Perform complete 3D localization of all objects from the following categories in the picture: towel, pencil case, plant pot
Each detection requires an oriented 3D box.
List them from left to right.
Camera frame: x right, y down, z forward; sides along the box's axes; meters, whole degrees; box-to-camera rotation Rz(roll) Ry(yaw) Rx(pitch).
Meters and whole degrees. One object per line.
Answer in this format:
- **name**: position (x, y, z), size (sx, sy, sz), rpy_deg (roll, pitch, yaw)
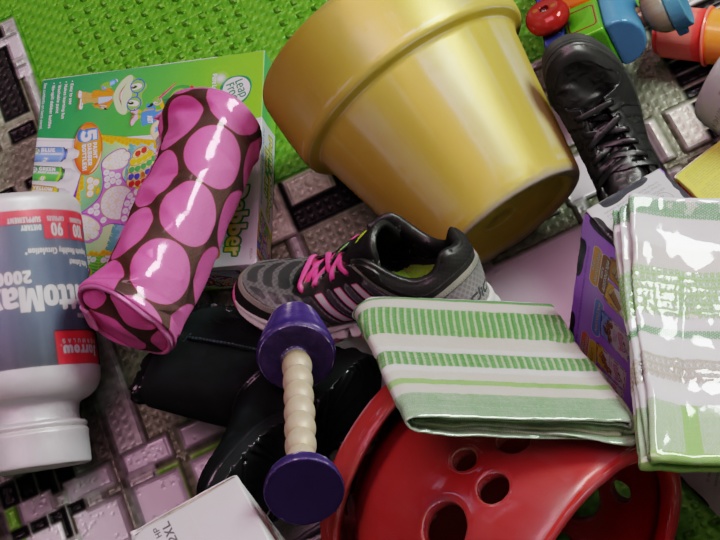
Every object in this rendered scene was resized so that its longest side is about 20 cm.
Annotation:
- **pencil case**: position (-0.144, -0.037, 1.466), size (0.093, 0.091, 0.201), rpy_deg (9, 58, 23)
- **plant pot**: position (0.057, -0.108, 1.462), size (0.200, 0.201, 0.189), rpy_deg (-33, 75, -4)
- **towel**: position (0.081, 0.062, 1.266), size (0.152, 0.024, 0.200), rpy_deg (4, 20, -13)
- **plant pot**: position (0.083, 0.166, 1.295), size (0.182, 0.201, 0.201), rpy_deg (26, 72, 31)
- **towel**: position (0.237, 0.035, 1.216), size (0.148, 0.031, 0.201), rpy_deg (-1, 52, 1)

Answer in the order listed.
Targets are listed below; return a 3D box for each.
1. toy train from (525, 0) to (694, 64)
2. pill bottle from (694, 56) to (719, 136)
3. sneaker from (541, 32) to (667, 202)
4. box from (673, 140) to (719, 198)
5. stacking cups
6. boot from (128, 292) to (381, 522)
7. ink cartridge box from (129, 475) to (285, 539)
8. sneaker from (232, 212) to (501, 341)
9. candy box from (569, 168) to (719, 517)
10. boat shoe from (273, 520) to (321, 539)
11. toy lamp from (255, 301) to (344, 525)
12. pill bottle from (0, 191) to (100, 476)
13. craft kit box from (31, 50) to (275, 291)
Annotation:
- **toy train**: position (0.188, -0.227, 1.529), size (0.115, 0.085, 0.200), rpy_deg (-22, 37, 15)
- **pill bottle**: position (0.348, -0.099, 1.403), size (0.200, 0.111, 0.111), rpy_deg (38, 77, 14)
- **sneaker**: position (0.193, -0.070, 1.412), size (0.060, 0.200, 0.104), rpy_deg (-25, 33, 9)
- **box**: position (0.305, 0.000, 1.394), size (0.050, 0.075, 0.200), rpy_deg (-36, 60, -5)
- **stacking cups**: position (0.323, -0.172, 1.497), size (0.199, 0.061, 0.061), rpy_deg (11, 66, 25)
- **boot**: position (-0.097, 0.099, 1.413), size (0.162, 0.074, 0.198), rpy_deg (16, 43, 33)
- **ink cartridge box**: position (-0.059, 0.244, 1.289), size (0.083, 0.200, 0.145), rpy_deg (-30, 59, -1)
- **sneaker**: position (0.000, 0.000, 1.399), size (0.199, 0.088, 0.074), rpy_deg (3, 38, 20)
- **candy box**: position (0.232, 0.060, 1.322), size (0.071, 0.168, 0.200), rpy_deg (-30, 58, -22)
- **boat shoe**: position (-0.087, 0.194, 1.405), size (0.199, 0.060, 0.074), rpy_deg (-16, 58, 6)
- **toy lamp**: position (-0.040, 0.086, 1.303), size (0.058, 0.058, 0.200), rpy_deg (-19, 30, 5)
- **pill bottle**: position (-0.257, 0.049, 1.474), size (0.119, 0.120, 0.201), rpy_deg (-10, 84, 10)
- **craft kit box**: position (-0.167, -0.073, 1.583), size (0.196, 0.049, 0.201), rpy_deg (-5, 62, 10)
